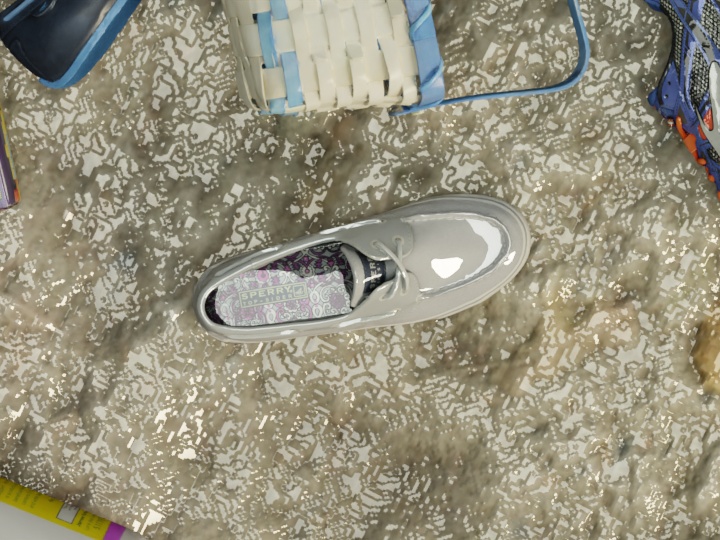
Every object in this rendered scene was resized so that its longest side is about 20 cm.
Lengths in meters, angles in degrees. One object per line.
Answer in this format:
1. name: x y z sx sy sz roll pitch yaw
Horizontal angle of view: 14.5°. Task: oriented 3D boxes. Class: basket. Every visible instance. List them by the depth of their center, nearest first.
1. basket: 0.020 -0.172 1.570 0.199 0.139 0.177 -11 98 -5

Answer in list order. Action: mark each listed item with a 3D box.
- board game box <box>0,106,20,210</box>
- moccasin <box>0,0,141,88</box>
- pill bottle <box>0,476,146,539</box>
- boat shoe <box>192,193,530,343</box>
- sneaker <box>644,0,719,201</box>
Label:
1. board game box: -0.297 -0.117 1.621 0.164 0.057 0.201 -12 94 3
2. moccasin: -0.137 -0.197 1.601 0.068 0.080 0.200 37 93 2
3. pill bottle: -0.229 0.164 1.616 0.199 0.104 0.105 22 94 -1
4. boat shoe: 0.000 0.000 1.618 0.199 0.069 0.072 -7 94 1
5. sneaker: 0.205 -0.088 1.615 0.078 0.075 0.201 -8 86 10
